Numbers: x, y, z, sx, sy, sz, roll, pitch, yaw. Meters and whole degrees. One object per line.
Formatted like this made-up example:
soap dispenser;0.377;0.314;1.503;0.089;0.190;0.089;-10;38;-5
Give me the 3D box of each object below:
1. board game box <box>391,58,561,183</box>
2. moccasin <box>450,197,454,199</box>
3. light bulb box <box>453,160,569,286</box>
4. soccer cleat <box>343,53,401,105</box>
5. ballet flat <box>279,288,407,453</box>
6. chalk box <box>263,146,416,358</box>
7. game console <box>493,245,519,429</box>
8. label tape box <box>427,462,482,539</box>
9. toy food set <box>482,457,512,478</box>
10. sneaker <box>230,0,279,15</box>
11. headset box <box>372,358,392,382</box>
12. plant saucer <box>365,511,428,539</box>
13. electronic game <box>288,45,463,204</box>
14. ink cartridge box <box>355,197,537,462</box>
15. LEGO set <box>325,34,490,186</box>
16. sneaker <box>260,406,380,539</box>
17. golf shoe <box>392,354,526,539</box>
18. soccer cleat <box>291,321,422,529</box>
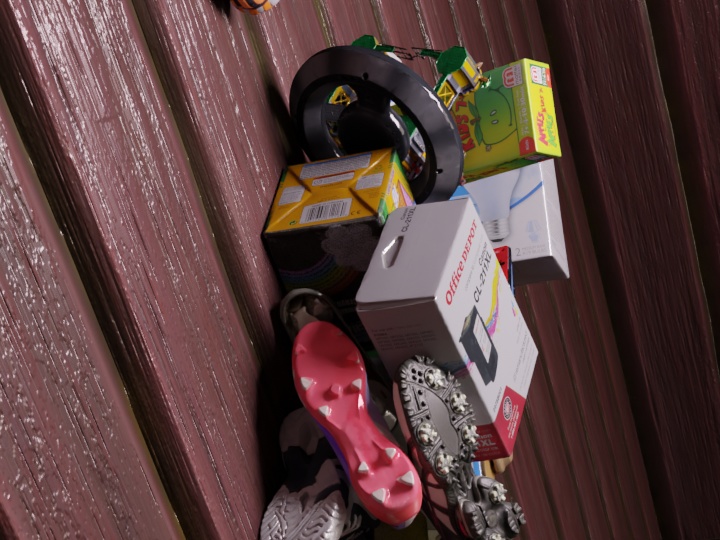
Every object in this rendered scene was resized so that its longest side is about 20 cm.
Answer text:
board game box;0.119;-0.151;1.638;0.047;0.199;0.103;3;76;-48
moccasin;0.084;-0.030;1.635;0.069;0.080;0.200;-61;158;-8
light bulb box;0.153;-0.083;1.935;0.125;0.197;0.202;42;40;-68
soccer cleat;0.004;-0.192;1.749;0.086;0.070;0.201;43;37;-29
ballet flat;-0.013;0.102;1.397;0.201;0.067;0.064;55;3;12
chalk box;0.000;0.000;1.494;0.124;0.124;0.201;-76;153;-51
game console;0.166;0.073;1.688;0.200;0.031;0.179;-61;143;-77
label tape box;0.076;0.221;1.526;0.201;0.063;0.145;98;-10;-53
toy food set;0.141;0.142;1.734;0.198;0.048;0.202;-47;127;-80
sneaker;-0.110;-0.350;1.399;0.112;0.077;0.202;42;41;-67
headset box;0.057;0.103;1.715;0.200;0.077;0.150;-24;104;-75
plant saucer;0.028;0.269;1.464;0.200;0.047;0.201;100;-12;-57
electronic game;0.014;-0.137;1.506;0.042;0.199;0.201;-51;133;-38
ink cartridge box;0.084;0.056;1.386;0.201;0.082;0.146;63;33;-33
LEGO set;0.054;-0.163;1.617;0.116;0.199;0.155;46;59;-44
sneaker;-0.026;0.229;1.346;0.130;0.079;0.200;58;16;-34
golf shoe;0.065;0.171;1.327;0.077;0.088;0.201;-36;107;-41
soccer cleat;-0.005;0.136;1.317;0.201;0.066;0.077;59;-11;29
